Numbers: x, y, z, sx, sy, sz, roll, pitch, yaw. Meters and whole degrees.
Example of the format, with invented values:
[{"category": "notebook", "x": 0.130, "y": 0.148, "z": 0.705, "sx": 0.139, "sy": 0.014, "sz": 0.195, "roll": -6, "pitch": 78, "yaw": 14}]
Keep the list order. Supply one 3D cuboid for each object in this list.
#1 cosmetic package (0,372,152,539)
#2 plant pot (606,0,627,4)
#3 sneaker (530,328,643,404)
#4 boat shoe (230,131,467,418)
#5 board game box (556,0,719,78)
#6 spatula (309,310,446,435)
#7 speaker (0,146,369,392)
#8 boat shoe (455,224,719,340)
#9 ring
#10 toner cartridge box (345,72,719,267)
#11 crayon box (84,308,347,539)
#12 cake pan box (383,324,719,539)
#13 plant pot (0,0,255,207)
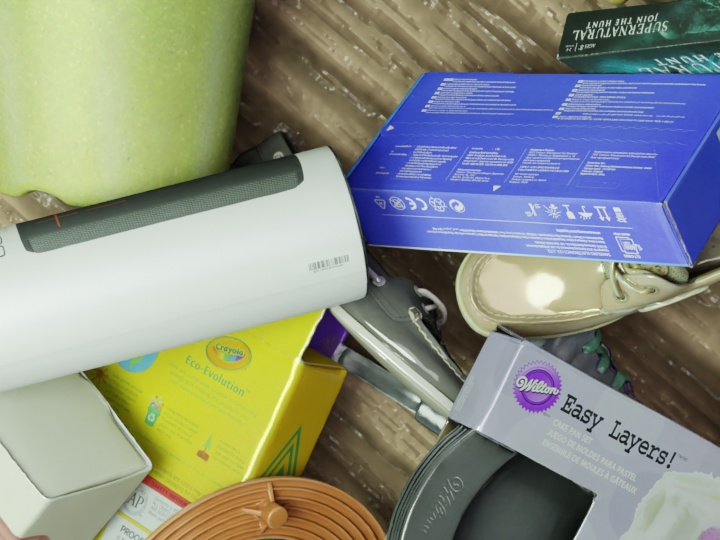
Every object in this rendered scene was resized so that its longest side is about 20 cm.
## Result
[{"category": "cosmetic package", "x": -0.214, "y": 0.136, "z": 1.226, "sx": 0.103, "sy": 0.087, "sz": 0.200, "roll": 49, "pitch": 121, "yaw": 17}, {"category": "plant pot", "x": 0.196, "y": -0.207, "z": 1.145, "sx": 0.189, "sy": 0.201, "sz": 0.201, "roll": 25, "pitch": 96, "yaw": 6}, {"category": "sneaker", "x": 0.112, "y": 0.039, "z": 1.229, "sx": 0.087, "sy": 0.074, "sz": 0.201, "roll": 4, "pitch": 92, "yaw": 13}, {"category": "boat shoe", "x": 0.000, "y": 0.000, "z": 1.229, "sx": 0.057, "sy": 0.067, "sz": 0.200, "roll": -46, "pitch": 67, "yaw": -4}, {"category": "board game box", "x": 0.213, "y": -0.095, "z": 1.138, "sx": 0.200, "sy": 0.135, "sz": 0.028, "roll": -1, "pitch": 69, "yaw": 48}, {"category": "spatula", "x": 0.020, "y": 0.065, "z": 1.272, "sx": 0.200, "sy": 0.021, "sz": 0.057, "roll": 32, "pitch": 91, "yaw": 1}, {"category": "speaker", "x": -0.101, "y": 0.001, "z": 1.151, "sx": 0.200, "sy": 0.081, "sz": 0.081, "roll": -14, "pitch": 92, "yaw": -8}, {"category": "boat shoe", "x": 0.143, "y": -0.014, "z": 1.162, "sx": 0.200, "sy": 0.065, "sz": 0.072, "roll": -15, "pitch": 89, "yaw": 5}, {"category": "ring", "x": -0.060, "y": 0.202, "z": 1.224, "sx": 0.200, "sy": 0.019, "sz": 0.201, "roll": -15, "pitch": 118, "yaw": -30}, {"category": "toner cartridge box", "x": 0.094, "y": -0.053, "z": 1.161, "sx": 0.200, "sy": 0.095, "sz": 0.043, "roll": 5, "pitch": 136, "yaw": 40}, {"category": "crayon box", "x": -0.091, "y": 0.085, "z": 1.247, "sx": 0.127, "sy": 0.051, "sz": 0.200, "roll": 29, "pitch": 98, "yaw": 31}, {"category": "cake pan box", "x": 0.105, "y": 0.150, "z": 1.172, "sx": 0.200, "sy": 0.052, "sz": 0.184, "roll": 30, "pitch": 85, "yaw": -17}, {"category": "plant pot", "x": -0.131, "y": -0.134, "z": 1.206, "sx": 0.200, "sy": 0.200, "sz": 0.185, "roll": 3, "pitch": 105, "yaw": 6}]
